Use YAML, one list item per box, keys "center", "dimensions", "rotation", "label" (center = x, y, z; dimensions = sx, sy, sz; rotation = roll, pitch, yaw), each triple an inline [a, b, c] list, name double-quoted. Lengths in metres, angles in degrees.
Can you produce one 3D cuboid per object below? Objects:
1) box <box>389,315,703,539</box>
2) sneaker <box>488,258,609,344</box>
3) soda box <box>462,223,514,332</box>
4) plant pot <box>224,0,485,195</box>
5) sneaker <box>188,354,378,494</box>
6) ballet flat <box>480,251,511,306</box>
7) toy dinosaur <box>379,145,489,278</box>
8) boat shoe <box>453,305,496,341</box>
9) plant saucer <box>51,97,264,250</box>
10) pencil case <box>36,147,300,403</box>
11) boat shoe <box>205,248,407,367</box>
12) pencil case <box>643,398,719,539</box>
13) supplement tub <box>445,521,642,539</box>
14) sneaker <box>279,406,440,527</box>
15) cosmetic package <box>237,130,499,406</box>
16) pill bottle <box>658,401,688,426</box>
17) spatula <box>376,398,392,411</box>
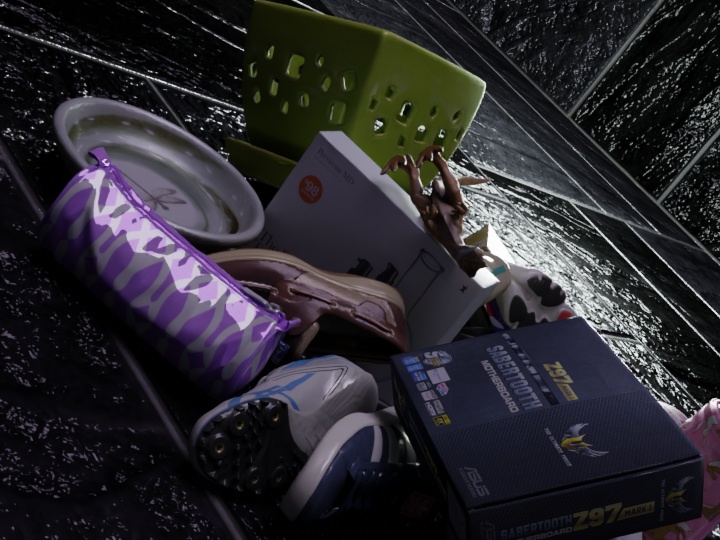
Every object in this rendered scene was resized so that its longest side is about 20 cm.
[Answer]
- center: [0.118, 0.108, 0.784]
  dimensions: [0.155, 0.052, 0.200]
  rotation: [-10, 27, -9]
  label: "box"
- center: [0.180, 0.054, 1.133]
  dimensions: [0.201, 0.080, 0.083]
  rotation: [54, -7, -36]
  label: "sneaker"
- center: [0.160, 0.056, 1.214]
  dimensions: [0.201, 0.063, 0.068]
  rotation: [55, 20, -15]
  label: "soda box"
- center: [-0.015, -0.159, 1.226]
  dimensions: [0.197, 0.184, 0.199]
  rotation: [23, 6, 38]
  label: "plant pot"
- center: [-0.061, 0.105, 0.819]
  dimensions: [0.072, 0.073, 0.199]
  rotation: [11, 12, 29]
  label: "sneaker"
- center: [0.063, 0.009, 1.086]
  dimensions: [0.069, 0.071, 0.199]
  rotation: [23, -15, -37]
  label: "ballet flat"
- center: [0.069, -0.060, 0.984]
  dimensions: [0.107, 0.060, 0.201]
  rotation: [55, 19, -26]
  label: "toy dinosaur"
- center: [0.101, 0.080, 1.091]
  dimensions: [0.070, 0.064, 0.202]
  rotation: [7, 50, -31]
  label: "boat shoe"
- center: [-0.178, -0.071, 0.984]
  dimensions: [0.198, 0.051, 0.201]
  rotation: [30, 22, -13]
  label: "plant saucer"
- center: [-0.141, 0.008, 0.838]
  dimensions: [0.199, 0.086, 0.084]
  rotation: [39, 23, 2]
  label: "pencil case"
- center: [-0.053, 0.039, 0.914]
  dimensions: [0.197, 0.073, 0.073]
  rotation: [13, 41, -21]
  label: "boat shoe"
- center: [0.263, 0.199, 0.976]
  dimensions: [0.086, 0.201, 0.083]
  rotation: [42, 21, 7]
  label: "pencil case"
- center: [0.142, 0.185, 0.871]
  dimensions: [0.145, 0.146, 0.200]
  rotation: [40, 19, 3]
  label: "supplement tub"
- center: [0.016, 0.151, 0.823]
  dimensions: [0.084, 0.075, 0.199]
  rotation: [40, 19, 16]
  label: "sneaker"
- center: [0.000, 0.000, 1.011]
  dimensions: [0.200, 0.151, 0.052]
  rotation: [43, 20, 15]
  label: "cosmetic package"
- center: [0.240, 0.173, 1.122]
  dimensions: [0.199, 0.114, 0.114]
  rotation: [17, 29, -47]
  label: "pill bottle"
- center: [0.065, 0.142, 0.985]
  dimensions: [0.198, 0.057, 0.021]
  rotation: [27, 38, -15]
  label: "spatula"
